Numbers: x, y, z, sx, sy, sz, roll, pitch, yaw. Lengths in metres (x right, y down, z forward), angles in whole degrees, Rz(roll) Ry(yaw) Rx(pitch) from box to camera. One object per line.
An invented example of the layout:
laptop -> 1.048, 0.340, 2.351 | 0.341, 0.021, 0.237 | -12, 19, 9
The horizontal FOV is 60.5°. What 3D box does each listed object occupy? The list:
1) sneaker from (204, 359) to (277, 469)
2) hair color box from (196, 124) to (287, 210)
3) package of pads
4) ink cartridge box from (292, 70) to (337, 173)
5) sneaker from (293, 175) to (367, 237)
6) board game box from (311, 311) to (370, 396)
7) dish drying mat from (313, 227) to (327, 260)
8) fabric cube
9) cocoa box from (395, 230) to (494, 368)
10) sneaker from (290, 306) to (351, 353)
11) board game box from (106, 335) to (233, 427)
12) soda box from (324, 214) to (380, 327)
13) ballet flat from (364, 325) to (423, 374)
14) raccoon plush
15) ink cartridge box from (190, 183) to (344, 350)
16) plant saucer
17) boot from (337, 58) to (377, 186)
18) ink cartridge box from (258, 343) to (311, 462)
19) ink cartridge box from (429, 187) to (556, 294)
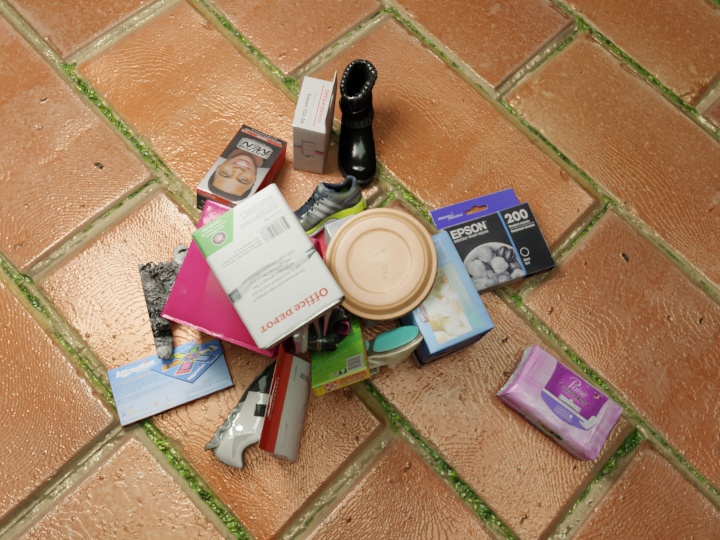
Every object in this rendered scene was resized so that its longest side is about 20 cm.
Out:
sneaker -> -0.174, 0.249, 1.068 | 0.088, 0.074, 0.201 | 33, 80, 6
hair color box -> -0.226, -0.186, 1.192 | 0.101, 0.061, 0.201 | 21, 53, 1
package of pads -> 0.361, 0.239, 1.127 | 0.200, 0.076, 0.121 | 36, 72, 7
ink cartridge box -> -0.090, -0.290, 1.199 | 0.067, 0.200, 0.117 | 11, 69, -2
sneaker -> -0.083, -0.126, 1.195 | 0.199, 0.081, 0.074 | -27, 44, -19
board game box -> -0.039, 0.135, 1.076 | 0.095, 0.030, 0.200 | -20, 28, 5
dish drying mat -> -0.090, 0.008, 1.190 | 0.076, 0.018, 0.201 | 23, 69, 3
fabric cube -> -0.188, 0.024, 1.057 | 0.195, 0.200, 0.201 | 19, 83, 2
cocoa box -> 0.132, 0.055, 1.137 | 0.133, 0.131, 0.201 | -21, 74, -13
sneaker -> -0.055, 0.090, 1.088 | 0.086, 0.081, 0.200 | 9, 31, 9
board game box -> -0.336, 0.193, 1.095 | 0.199, 0.019, 0.104 | -19, 75, -12
soda box -> 0.000, 0.000, 1.146 | 0.063, 0.068, 0.201 | -21, 67, -13
ballet flat -> 0.033, 0.149, 1.087 | 0.063, 0.199, 0.068 | 57, 32, -24
raccoon plush -> -0.323, 0.050, 1.127 | 0.133, 0.097, 0.201 | -12, 91, -21
ink cartridge box -> -0.133, -0.001, 0.918 | 0.146, 0.083, 0.201 | -31, 83, -4
plant saucer -> 0.034, -0.013, 1.072 | 0.199, 0.032, 0.202 | -2, 77, 9
boot -> -0.005, -0.293, 1.231 | 0.079, 0.158, 0.213 | -4, 71, -8
ink cartridge box -> -0.117, 0.222, 1.012 | 0.057, 0.200, 0.164 | 10, 70, -2
ink cartridge box -> 0.265, -0.066, 1.244 | 0.197, 0.043, 0.201 | -17, 72, -12
